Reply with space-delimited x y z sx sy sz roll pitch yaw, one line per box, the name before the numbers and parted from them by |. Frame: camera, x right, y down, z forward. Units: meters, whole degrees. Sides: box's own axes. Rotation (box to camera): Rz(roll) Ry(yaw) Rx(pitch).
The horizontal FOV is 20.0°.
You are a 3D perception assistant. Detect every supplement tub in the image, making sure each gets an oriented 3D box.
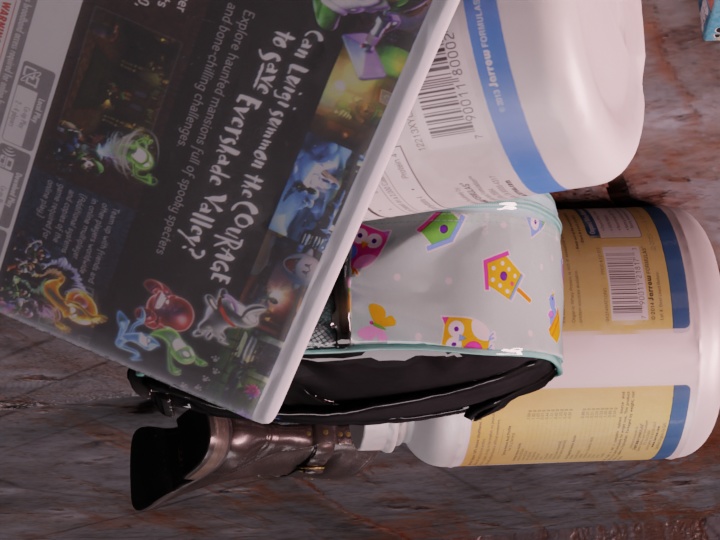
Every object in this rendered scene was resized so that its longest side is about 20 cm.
supplement tub | -0.014 -0.080 0.683 0.198 0.133 0.132 -7 166 20
supplement tub | 0.094 0.037 1.159 0.198 0.146 0.145 -1 166 -7

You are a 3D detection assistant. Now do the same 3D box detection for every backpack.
backpack | 0.000 0.000 0.965 0.198 0.155 0.176 6 169 3

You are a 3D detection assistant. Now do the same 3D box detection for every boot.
boot | -0.087 0.159 1.695 0.173 0.070 0.200 6 162 -31

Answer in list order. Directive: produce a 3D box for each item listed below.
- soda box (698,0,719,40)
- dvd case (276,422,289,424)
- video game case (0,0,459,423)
soda box | 0.145 -0.136 0.636 0.068 0.064 0.200 -3 165 2
dvd case | -0.036 0.118 1.727 0.198 0.018 0.143 -1 167 -13
video game case | -0.078 -0.061 0.618 0.181 0.023 0.201 23 126 -2
